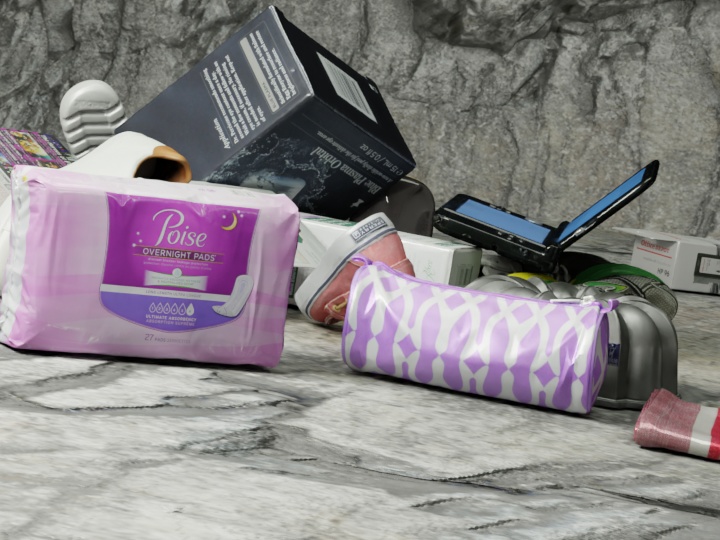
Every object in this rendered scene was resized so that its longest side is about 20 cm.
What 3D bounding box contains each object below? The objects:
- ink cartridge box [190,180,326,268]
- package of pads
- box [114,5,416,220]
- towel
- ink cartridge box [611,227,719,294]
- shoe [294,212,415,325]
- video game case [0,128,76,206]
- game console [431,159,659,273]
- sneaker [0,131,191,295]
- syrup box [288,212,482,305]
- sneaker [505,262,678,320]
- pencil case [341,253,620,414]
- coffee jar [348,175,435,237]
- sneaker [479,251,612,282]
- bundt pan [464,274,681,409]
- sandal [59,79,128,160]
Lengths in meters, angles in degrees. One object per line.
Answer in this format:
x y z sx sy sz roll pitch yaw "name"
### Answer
-0.135 -0.023 1.628 0.199 0.048 0.160 4 27 -32 "ink cartridge box"
-0.147 -0.002 1.303 0.199 0.121 0.076 5 7 -26 "package of pads"
-0.087 -0.114 1.791 0.196 0.200 0.118 29 30 -54 "box"
0.289 0.117 1.295 0.199 0.023 0.144 10 7 11 "towel"
0.443 -0.010 2.560 0.199 0.068 0.116 7 6 -22 "ink cartridge box"
0.006 0.029 1.537 0.071 0.091 0.200 -29 -10 -19 "shoe"
-0.295 -0.060 1.671 0.181 0.036 0.200 1 36 -49 "video game case"
0.174 -0.072 1.756 0.175 0.117 0.200 21 10 7 "game console"
-0.215 -0.045 1.510 0.084 0.073 0.200 17 47 38 "sneaker"
0.000 0.000 1.710 0.199 0.082 0.079 13 5 23 "syrup box"
0.212 0.044 1.714 0.199 0.079 0.085 -6 20 -33 "sneaker"
0.085 0.046 1.363 0.199 0.086 0.084 9 12 11 "pencil case"
0.030 -0.041 1.929 0.085 0.105 0.200 10 -2 1 "coffee jar"
0.152 0.019 1.833 0.198 0.075 0.088 0 3 11 "sneaker"
0.158 0.051 1.486 0.200 0.076 0.202 9 6 -1 "bundt pan"
-0.246 -0.104 1.828 0.082 0.204 0.050 -14 43 -15 "sandal"
